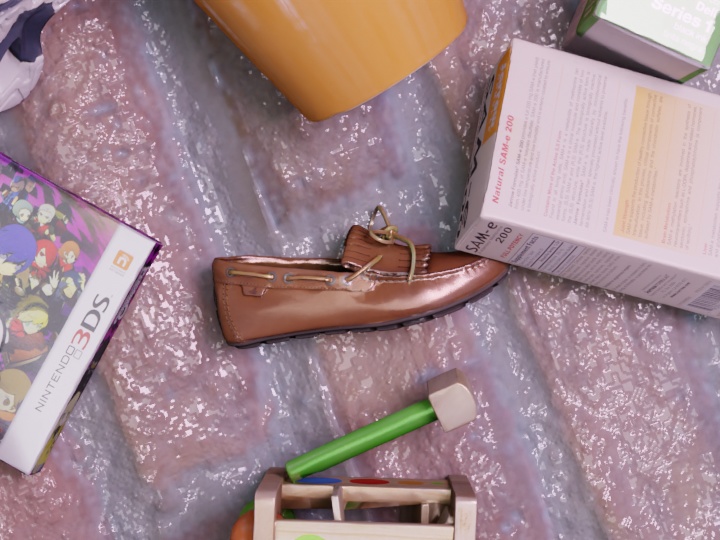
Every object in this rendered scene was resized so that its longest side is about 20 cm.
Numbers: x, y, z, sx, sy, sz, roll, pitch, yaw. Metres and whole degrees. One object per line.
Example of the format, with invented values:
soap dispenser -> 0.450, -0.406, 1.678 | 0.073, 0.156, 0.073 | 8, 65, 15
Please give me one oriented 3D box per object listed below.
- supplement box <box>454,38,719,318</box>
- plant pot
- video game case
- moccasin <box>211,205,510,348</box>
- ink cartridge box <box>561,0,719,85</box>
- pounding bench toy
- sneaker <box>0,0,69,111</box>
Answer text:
supplement box -> 0.172, -0.056, 1.000 | 0.198, 0.074, 0.127 | 15, 71, -6
plant pot -> -0.028, -0.205, 0.981 | 0.199, 0.200, 0.184 | -33, 104, 1
video game case -> -0.264, 0.012, 1.050 | 0.199, 0.036, 0.182 | 30, 89, 1
moccasin -> 0.000, 0.000, 1.033 | 0.199, 0.074, 0.079 | -7, 97, 8
ink cartridge box -> 0.212, -0.228, 0.990 | 0.084, 0.146, 0.201 | 24, 91, 0
pounding bench toy -> -0.005, 0.162, 1.002 | 0.154, 0.124, 0.202 | 3, 90, 1
sneaker -> -0.246, -0.209, 1.000 | 0.079, 0.200, 0.130 | -31, 73, -39
